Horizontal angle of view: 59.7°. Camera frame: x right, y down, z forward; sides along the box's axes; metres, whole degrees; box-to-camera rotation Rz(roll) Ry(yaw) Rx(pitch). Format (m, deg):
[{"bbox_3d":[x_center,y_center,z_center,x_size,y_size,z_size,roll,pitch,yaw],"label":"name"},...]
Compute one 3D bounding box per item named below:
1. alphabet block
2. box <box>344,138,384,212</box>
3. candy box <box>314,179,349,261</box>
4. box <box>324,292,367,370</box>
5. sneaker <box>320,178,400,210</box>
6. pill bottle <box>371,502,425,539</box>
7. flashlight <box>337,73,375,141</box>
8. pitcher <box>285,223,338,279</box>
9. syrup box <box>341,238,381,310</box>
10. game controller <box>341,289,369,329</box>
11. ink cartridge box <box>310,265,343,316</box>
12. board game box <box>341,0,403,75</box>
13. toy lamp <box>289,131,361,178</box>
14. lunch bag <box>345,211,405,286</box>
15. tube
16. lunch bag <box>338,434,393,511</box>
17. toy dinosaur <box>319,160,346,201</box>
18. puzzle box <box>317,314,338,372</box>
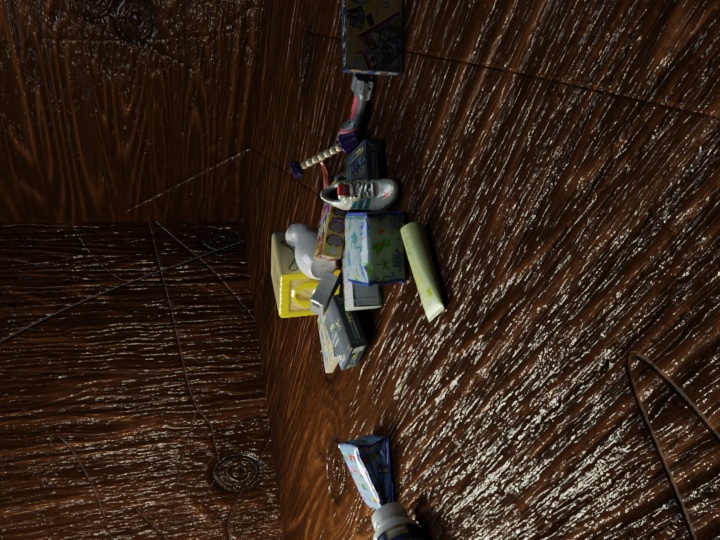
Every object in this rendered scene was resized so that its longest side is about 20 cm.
[{"bbox_3d":[-0.177,0.007,1.993,0.200,0.194,0.197,-108,18,-44],"label":"alphabet block"},{"bbox_3d":[0.010,-0.237,1.621,0.200,0.051,0.158,160,106,-72],"label":"box"},{"bbox_3d":[-0.071,-0.129,1.652,0.117,0.056,0.201,168,111,-75],"label":"candy box"},{"bbox_3d":[-0.044,0.170,1.734,0.200,0.051,0.158,113,140,-63],"label":"box"},{"bbox_3d":[-0.005,-0.179,1.476,0.199,0.093,0.071,-1,88,35],"label":"sneaker"},{"bbox_3d":[0.091,0.606,1.345,0.200,0.111,0.111,-118,31,-54],"label":"pill bottle"},{"bbox_3d":[-0.014,-0.423,1.656,0.068,0.067,0.200,-105,21,-44],"label":"flashlight"},{"bbox_3d":[-0.117,-0.061,1.855,0.200,0.171,0.122,-125,38,-52],"label":"pitcher"},{"bbox_3d":[0.000,0.000,1.629,0.081,0.078,0.201,148,118,-70],"label":"syrup box"},{"bbox_3d":[-0.015,0.109,1.773,0.200,0.042,0.105,-173,68,-73],"label":"game controller"},{"bbox_3d":[-0.083,0.032,1.749,0.200,0.043,0.174,106,-170,-77],"label":"ink cartridge box"},{"bbox_3d":[0.027,-0.543,1.400,0.035,0.135,0.201,-173,82,-72],"label":"board game box"},{"bbox_3d":[-0.092,-0.310,1.675,0.058,0.199,0.058,55,-161,-29],"label":"toy lamp"},{"bbox_3d":[0.020,-0.055,1.483,0.200,0.127,0.171,7,99,62],"label":"lunch bag"},{"bbox_3d":[0.129,-0.001,1.278,0.058,0.052,0.201,30,-137,-62],"label":"tube"},{"bbox_3d":[0.027,0.532,1.605,0.151,0.094,0.201,149,109,-67],"label":"lunch bag"},{"bbox_3d":[-0.083,-0.189,1.779,0.182,0.200,0.105,-57,6,5],"label":"toy dinosaur"},{"bbox_3d":[-0.105,0.221,2.073,0.133,0.025,0.201,115,148,-54],"label":"puzzle box"}]
